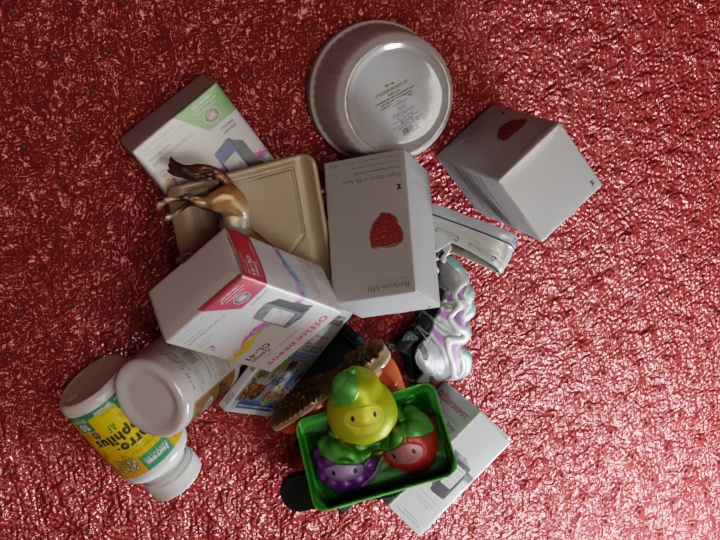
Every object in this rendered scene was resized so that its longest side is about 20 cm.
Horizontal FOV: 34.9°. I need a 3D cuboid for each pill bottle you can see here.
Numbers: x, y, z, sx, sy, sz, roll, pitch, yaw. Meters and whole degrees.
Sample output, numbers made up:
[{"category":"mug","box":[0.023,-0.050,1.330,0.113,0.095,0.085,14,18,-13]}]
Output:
[{"category":"pill bottle","box":[-0.312,0.222,1.582,0.113,0.113,0.200,-38,115,-8]},{"category":"pill bottle","box":[-0.228,0.129,1.541,0.200,0.114,0.115,-41,125,-55]}]

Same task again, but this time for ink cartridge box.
[{"category":"ink cartridge box","box":[-0.199,-0.138,1.540,0.145,0.087,0.200,-40,118,-7]},{"category":"ink cartridge box","box":[-0.145,0.041,1.465,0.148,0.086,0.200,-40,144,21]},{"category":"ink cartridge box","box":[0.111,0.282,1.746,0.200,0.145,0.083,-45,113,-4]}]

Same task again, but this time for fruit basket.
[{"category":"fruit basket","box":[0.015,0.222,1.528,0.215,0.216,0.156,-5,62,-20]}]

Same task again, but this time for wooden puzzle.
[{"category":"wooden puzzle","box":[-0.145,-0.049,1.526,0.200,0.037,0.185,-15,113,-14]}]

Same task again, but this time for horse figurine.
[{"category":"horse figurine","box":[-0.182,-0.057,1.463,0.132,0.050,0.200,-18,117,-6]}]

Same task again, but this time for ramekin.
[{"category":"ramekin","box":[0.034,-0.245,1.592,0.200,0.105,0.201,-6,106,-20]}]

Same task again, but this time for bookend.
[{"category":"bookend","box":[-0.027,0.216,1.703,0.199,0.092,0.200,-42,114,-5]}]

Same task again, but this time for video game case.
[{"category":"video game case","box":[-0.104,0.123,1.628,0.200,0.018,0.143,-52,157,6]}]

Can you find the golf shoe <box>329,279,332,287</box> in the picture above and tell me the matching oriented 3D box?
[{"category":"golf shoe","box":[0.000,0.000,1.676,0.200,0.077,0.088,-8,87,-21]}]

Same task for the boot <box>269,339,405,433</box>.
[{"category":"boot","box":[-0.028,0.192,1.617,0.200,0.075,0.107,-29,115,7]}]

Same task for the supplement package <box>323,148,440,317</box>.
[{"category":"supplement package","box":[0.030,-0.048,1.572,0.121,0.120,0.200,-9,76,18]}]

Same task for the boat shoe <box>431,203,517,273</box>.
[{"category":"boat shoe","box":[0.119,-0.040,1.652,0.202,0.075,0.086,20,80,10]}]

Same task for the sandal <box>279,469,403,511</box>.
[{"category":"sandal","box":[-0.019,0.297,1.658,0.200,0.048,0.075,-12,106,12]}]

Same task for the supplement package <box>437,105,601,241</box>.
[{"category":"supplement package","box":[0.223,-0.144,1.634,0.121,0.200,0.120,-43,115,-6]}]

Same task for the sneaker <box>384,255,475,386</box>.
[{"category":"sneaker","box":[0.098,0.084,1.717,0.140,0.078,0.200,-12,108,-25]}]
